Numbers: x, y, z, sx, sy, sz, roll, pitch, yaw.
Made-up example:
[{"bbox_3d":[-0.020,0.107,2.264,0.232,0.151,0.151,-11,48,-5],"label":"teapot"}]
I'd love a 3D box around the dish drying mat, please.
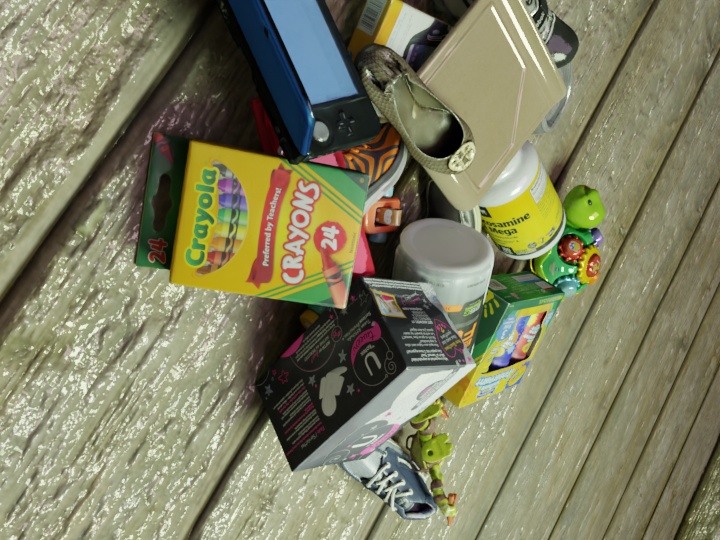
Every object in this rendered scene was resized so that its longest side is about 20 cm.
[{"bbox_3d":[-0.044,-0.077,0.714,0.076,0.018,0.204,-21,106,-18],"label":"dish drying mat"}]

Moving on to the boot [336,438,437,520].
[{"bbox_3d":[0.036,0.271,0.964,0.073,0.091,0.199,-44,140,11],"label":"boot"}]

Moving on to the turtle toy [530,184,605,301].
[{"bbox_3d":[0.342,-0.041,1.187,0.144,0.100,0.204,-21,120,-41],"label":"turtle toy"}]

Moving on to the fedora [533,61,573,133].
[{"bbox_3d":[0.226,-0.261,0.982,0.177,0.089,0.202,-47,134,-25],"label":"fedora"}]

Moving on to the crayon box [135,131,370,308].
[{"bbox_3d":[-0.099,-0.044,0.667,0.196,0.051,0.130,8,100,-16],"label":"crayon box"}]

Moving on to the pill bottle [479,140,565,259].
[{"bbox_3d":[0.201,-0.112,0.996,0.114,0.111,0.200,-58,137,-14],"label":"pill bottle"}]

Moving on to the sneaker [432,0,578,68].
[{"bbox_3d":[0.186,-0.297,0.859,0.196,0.088,0.076,17,86,-19],"label":"sneaker"}]

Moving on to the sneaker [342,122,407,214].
[{"bbox_3d":[-0.024,-0.117,0.774,0.113,0.077,0.201,54,51,-29],"label":"sneaker"}]

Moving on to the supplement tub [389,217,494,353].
[{"bbox_3d":[0.091,0.049,0.912,0.122,0.122,0.203,-27,137,-38],"label":"supplement tub"}]

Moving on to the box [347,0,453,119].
[{"bbox_3d":[0.063,-0.229,0.832,0.198,0.041,0.121,2,120,-50],"label":"box"}]

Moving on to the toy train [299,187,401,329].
[{"bbox_3d":[0.000,0.000,0.860,0.149,0.055,0.204,-2,106,-47],"label":"toy train"}]

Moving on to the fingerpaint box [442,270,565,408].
[{"bbox_3d":[0.199,0.095,1.062,0.198,0.073,0.169,-4,122,-53],"label":"fingerpaint box"}]

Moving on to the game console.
[{"bbox_3d":[-0.050,-0.207,0.614,0.169,0.118,0.203,-24,89,-41],"label":"game console"}]

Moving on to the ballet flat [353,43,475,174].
[{"bbox_3d":[0.066,-0.159,0.756,0.068,0.046,0.199,-50,132,1],"label":"ballet flat"}]

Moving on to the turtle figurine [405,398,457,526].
[{"bbox_3d":[0.091,0.228,0.978,0.162,0.063,0.204,75,11,-59],"label":"turtle figurine"}]

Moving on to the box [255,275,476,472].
[{"bbox_3d":[0.004,0.116,0.794,0.131,0.116,0.200,6,138,-48],"label":"box"}]

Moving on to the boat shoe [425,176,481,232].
[{"bbox_3d":[0.118,-0.038,0.962,0.065,0.072,0.203,-43,133,-34],"label":"boat shoe"}]

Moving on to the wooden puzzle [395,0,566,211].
[{"bbox_3d":[0.135,-0.196,0.839,0.201,0.037,0.185,-48,129,-4],"label":"wooden puzzle"}]
